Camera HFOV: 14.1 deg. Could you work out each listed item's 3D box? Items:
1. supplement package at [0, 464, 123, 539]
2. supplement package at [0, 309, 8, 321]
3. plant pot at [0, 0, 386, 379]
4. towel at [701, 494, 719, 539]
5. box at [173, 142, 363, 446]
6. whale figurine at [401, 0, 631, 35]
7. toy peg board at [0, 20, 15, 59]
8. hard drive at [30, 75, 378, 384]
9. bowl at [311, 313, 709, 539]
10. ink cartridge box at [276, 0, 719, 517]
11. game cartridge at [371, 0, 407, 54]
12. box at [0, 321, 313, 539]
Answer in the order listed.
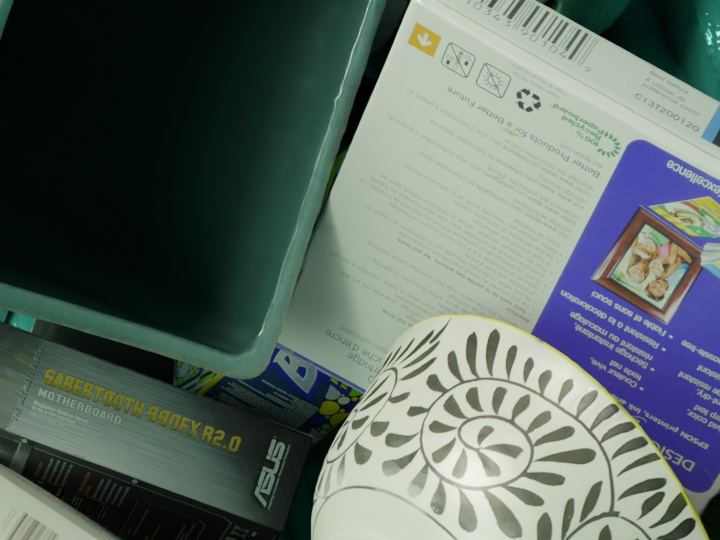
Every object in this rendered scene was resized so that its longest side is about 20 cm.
[{"bbox_3d":[-0.093,0.203,1.211,0.147,0.200,0.191,-58,32,-5],"label":"supplement package"},{"bbox_3d":[-0.280,-0.039,1.524,0.200,0.117,0.117,39,115,31],"label":"supplement package"},{"bbox_3d":[-0.140,-0.088,1.144,0.200,0.196,0.196,16,87,41],"label":"plant pot"},{"bbox_3d":[0.182,0.182,1.179,0.200,0.023,0.144,29,88,44],"label":"towel"},{"bbox_3d":[0.000,0.000,1.265,0.200,0.064,0.070,-42,33,33],"label":"box"},{"bbox_3d":[0.063,-0.177,1.259,0.200,0.104,0.159,-112,30,-43],"label":"whale figurine"},{"bbox_3d":[-0.166,-0.139,1.384,0.199,0.200,0.098,17,87,36],"label":"toy peg board"},{"bbox_3d":[-0.067,-0.005,1.342,0.033,0.139,0.200,-120,47,-60],"label":"hard drive"},{"bbox_3d":[0.041,0.126,1.131,0.201,0.094,0.201,35,141,35],"label":"bowl"},{"bbox_3d":[0.080,0.000,1.150,0.198,0.043,0.200,29,133,5],"label":"ink cartridge box"},{"bbox_3d":[-0.013,-0.160,1.277,0.200,0.041,0.133,178,91,-81],"label":"game cartridge"},{"bbox_3d":[-0.121,0.099,1.317,0.200,0.158,0.048,121,168,-64],"label":"box"}]
